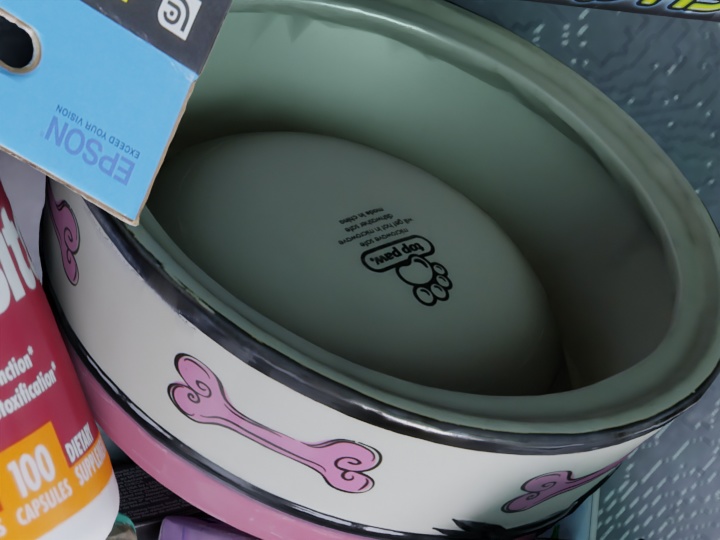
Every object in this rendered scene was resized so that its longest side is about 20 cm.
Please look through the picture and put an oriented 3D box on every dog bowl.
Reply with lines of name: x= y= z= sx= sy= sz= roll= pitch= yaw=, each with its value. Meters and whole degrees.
dog bowl: x=0.000 y=0.000 z=0.737 sx=0.200 sy=0.200 sz=0.074 roll=3 pitch=131 yaw=-30

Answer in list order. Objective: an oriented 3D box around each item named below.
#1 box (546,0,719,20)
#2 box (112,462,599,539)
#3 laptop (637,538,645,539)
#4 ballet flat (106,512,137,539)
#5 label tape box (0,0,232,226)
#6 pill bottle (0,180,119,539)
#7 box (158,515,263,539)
box: x=0.078 y=-0.115 z=0.761 sx=0.200 sy=0.110 sz=0.035 roll=2 pitch=70 yaw=-29
box: x=-0.016 y=0.104 z=0.875 sx=0.200 sy=0.035 sz=0.110 roll=-12 pitch=122 yaw=-23
laptop: x=0.039 y=0.213 z=0.944 sx=0.177 sy=0.103 sz=0.200 roll=-29 pitch=163 yaw=-21
ballet flat: x=-0.153 y=0.119 z=0.779 sx=0.200 sy=0.070 sz=0.067 roll=-44 pitch=148 yaw=13
label tape box: x=-0.084 y=-0.133 z=0.651 sx=0.144 sy=0.063 sz=0.200 roll=31 pitch=77 yaw=-37
pill bottle: x=-0.145 y=-0.007 z=0.667 sx=0.113 sy=0.113 sz=0.200 roll=-24 pitch=102 yaw=-16
box: x=0.059 y=0.136 z=0.759 sx=0.176 sy=0.200 sz=0.097 roll=8 pitch=88 yaw=-34
